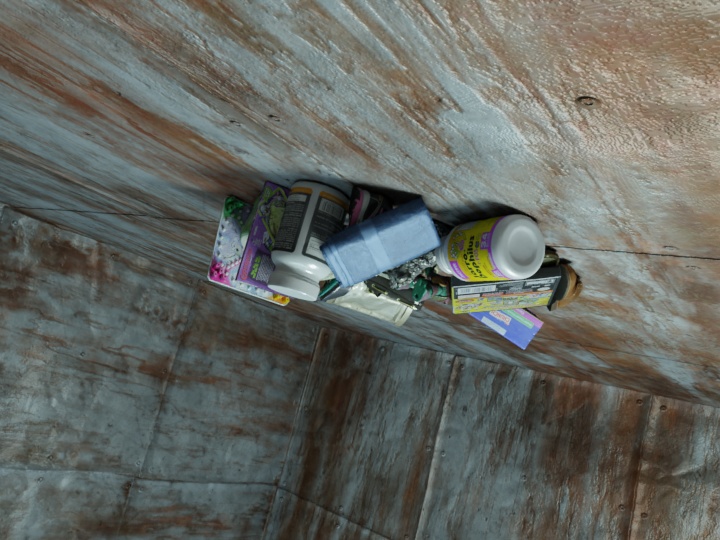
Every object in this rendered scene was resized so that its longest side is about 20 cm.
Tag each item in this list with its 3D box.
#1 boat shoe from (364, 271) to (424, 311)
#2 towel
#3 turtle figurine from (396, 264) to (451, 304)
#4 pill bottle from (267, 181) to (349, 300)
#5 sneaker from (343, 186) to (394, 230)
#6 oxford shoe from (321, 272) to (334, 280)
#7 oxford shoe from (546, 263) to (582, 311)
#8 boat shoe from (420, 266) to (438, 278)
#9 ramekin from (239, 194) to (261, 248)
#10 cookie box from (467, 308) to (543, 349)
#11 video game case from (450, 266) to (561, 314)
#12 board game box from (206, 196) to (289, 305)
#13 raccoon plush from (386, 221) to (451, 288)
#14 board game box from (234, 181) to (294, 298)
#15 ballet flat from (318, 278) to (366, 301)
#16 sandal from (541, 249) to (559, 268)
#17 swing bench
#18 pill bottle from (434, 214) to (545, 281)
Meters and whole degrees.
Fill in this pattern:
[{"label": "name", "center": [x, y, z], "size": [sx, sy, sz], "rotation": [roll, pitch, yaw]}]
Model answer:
[{"label": "boat shoe", "center": [0.049, 0.032, 1.451], "size": [0.200, 0.061, 0.072], "rotation": [20, -175, 19]}, {"label": "towel", "center": [0.033, -0.049, 1.140], "size": [0.199, 0.049, 0.112], "rotation": [-23, 134, 3]}, {"label": "turtle figurine", "center": [0.170, 0.019, 1.359], "size": [0.199, 0.102, 0.149], "rotation": [-8, -170, -38]}, {"label": "pill bottle", "center": [-0.099, -0.053, 1.214], "size": [0.115, 0.202, 0.116], "rotation": [16, 170, 3]}, {"label": "sneaker", "center": [0.013, -0.059, 1.199], "size": [0.085, 0.081, 0.201], "rotation": [7, 141, -7]}, {"label": "oxford shoe", "center": [-0.032, -0.045, 1.305], "size": [0.075, 0.199, 0.058], "rotation": [50, -163, -27]}, {"label": "oxford shoe", "center": [0.411, 0.025, 1.311], "size": [0.071, 0.072, 0.200], "rotation": [-16, 163, 4]}, {"label": "boat shoe", "center": [0.130, 0.003, 1.518], "size": [0.074, 0.075, 0.202], "rotation": [11, 169, 21]}, {"label": "ramekin", "center": [-0.158, -0.062, 1.392], "size": [0.199, 0.098, 0.200], "rotation": [25, 158, 11]}, {"label": "cookie box", "center": [0.309, 0.090, 1.463], "size": [0.170, 0.076, 0.200], "rotation": [34, -173, 8]}, {"label": "video game case", "center": [0.275, 0.041, 1.273], "size": [0.198, 0.026, 0.181], "rotation": [-6, 159, 7]}, {"label": "board game box", "center": [-0.229, -0.045, 1.471], "size": [0.199, 0.202, 0.026], "rotation": [22, 155, -31]}, {"label": "raccoon plush", "center": [0.142, -0.015, 1.239], "size": [0.198, 0.135, 0.097], "rotation": [14, 169, 8]}, {"label": "board game box", "center": [-0.158, -0.058, 1.276], "size": [0.119, 0.202, 0.032], "rotation": [20, 170, -21]}, {"label": "ballet flat", "center": [0.000, 0.000, 1.350], "size": [0.073, 0.200, 0.073], "rotation": [38, 171, 7]}, {"label": "sandal", "center": [0.288, -0.009, 1.258], "size": [0.081, 0.055, 0.200], "rotation": [9, 159, -28]}, {"label": "swing bench", "center": [0.019, 0.047, 1.626], "size": [0.197, 0.131, 0.200], "rotation": [19, -173, -12]}, {"label": "pill bottle", "center": [0.212, -0.034, 1.123], "size": [0.104, 0.105, 0.200], "rotation": [20, 168, -25]}]
